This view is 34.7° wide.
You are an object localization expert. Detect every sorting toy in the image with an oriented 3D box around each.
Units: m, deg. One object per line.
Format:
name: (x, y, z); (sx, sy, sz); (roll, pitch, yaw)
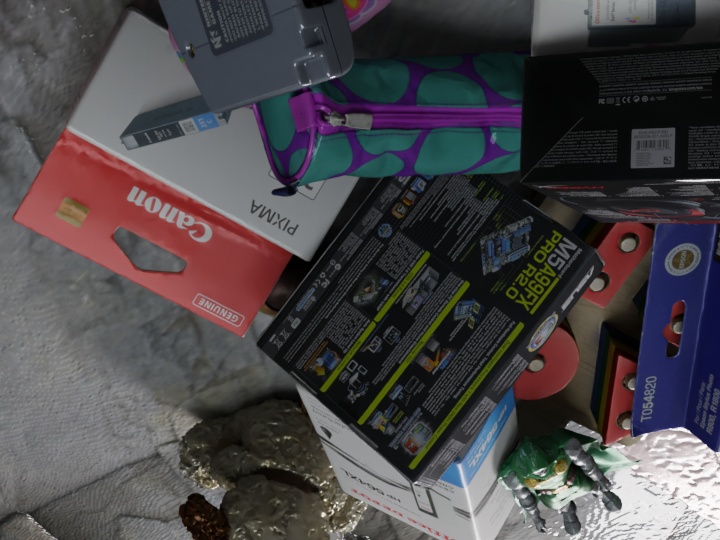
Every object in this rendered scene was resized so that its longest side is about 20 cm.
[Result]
sorting toy: (0.193, 0.040, 0.879); (0.199, 0.070, 0.199); (25, 114, -18)

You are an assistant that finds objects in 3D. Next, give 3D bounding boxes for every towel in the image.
towel: (0.354, 0.161, 1.058); (0.200, 0.032, 0.191); (34, 132, -25)

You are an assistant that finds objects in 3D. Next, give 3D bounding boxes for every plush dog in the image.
plush dog: (-0.072, 0.207, 1.069); (0.199, 0.172, 0.161); (21, 135, -12)

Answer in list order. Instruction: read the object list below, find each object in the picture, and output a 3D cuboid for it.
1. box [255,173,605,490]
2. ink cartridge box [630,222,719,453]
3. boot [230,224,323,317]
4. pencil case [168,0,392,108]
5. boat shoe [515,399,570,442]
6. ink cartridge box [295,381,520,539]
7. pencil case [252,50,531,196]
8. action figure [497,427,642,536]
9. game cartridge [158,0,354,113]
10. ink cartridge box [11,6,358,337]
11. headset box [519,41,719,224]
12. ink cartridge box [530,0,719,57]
box: (0.046, 0.025, 0.808); (0.160, 0.200, 0.044); (38, -179, 24)
ink cartridge box: (0.301, 0.040, 0.827); (0.199, 0.041, 0.200); (-9, 124, -9)
boot: (0.000, 0.000, 0.930); (0.166, 0.073, 0.200); (-19, 132, 13)
pencil case: (-0.029, -0.184, 0.717); (0.200, 0.088, 0.087); (-32, 124, 34)
boat shoe: (0.180, 0.082, 0.978); (0.073, 0.063, 0.200); (40, 111, -19)
ink cartridge box: (0.046, 0.134, 0.920); (0.146, 0.084, 0.200); (22, 153, 24)
pencil case: (0.033, -0.098, 0.741); (0.199, 0.092, 0.086); (-7, 102, -26)
action figure: (0.158, 0.167, 0.917); (0.118, 0.055, 0.200); (-34, 149, 9)
game cartridge: (-0.078, -0.194, 0.645); (0.133, 0.041, 0.201); (-2, 107, 56)
ink cartridge box: (-0.120, -0.060, 0.824); (0.199, 0.045, 0.177); (28, 99, -20)
headset box: (0.195, -0.073, 0.689); (0.148, 0.075, 0.200); (1, 175, 27)
ink cartridge box: (0.157, -0.179, 0.663); (0.199, 0.117, 0.068); (2, 136, 6)
